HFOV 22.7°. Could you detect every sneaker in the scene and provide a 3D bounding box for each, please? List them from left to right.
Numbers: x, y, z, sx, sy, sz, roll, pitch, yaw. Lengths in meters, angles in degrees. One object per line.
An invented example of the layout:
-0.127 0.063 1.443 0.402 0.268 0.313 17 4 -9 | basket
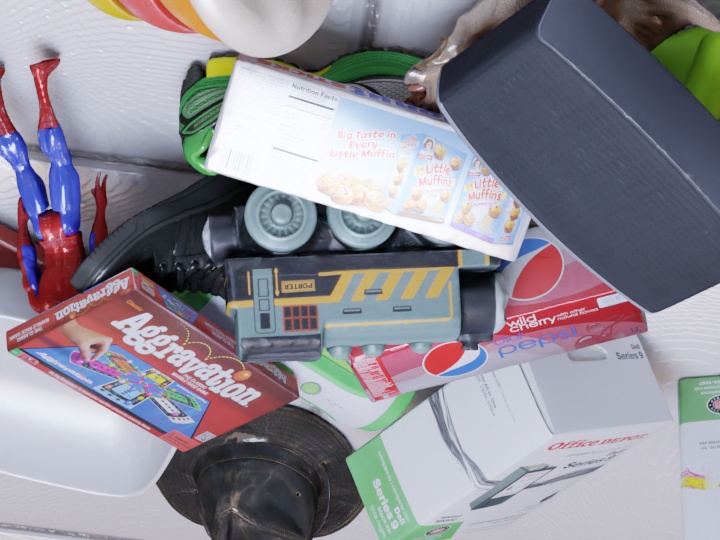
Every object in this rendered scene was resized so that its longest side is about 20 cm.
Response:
-0.091 -0.007 1.200 0.104 0.200 0.060 50 140 5 | sneaker
-0.020 -0.088 1.158 0.200 0.085 0.078 -2 138 7 | sneaker

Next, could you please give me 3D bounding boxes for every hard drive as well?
0.142 -0.061 1.020 0.200 0.042 0.135 44 144 -12 | hard drive

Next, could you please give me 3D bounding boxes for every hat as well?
-0.091 0.198 1.499 0.201 0.081 0.201 4 139 4 | hat

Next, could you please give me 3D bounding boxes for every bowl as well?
-0.225 0.077 1.328 0.200 0.075 0.200 16 137 -11 | bowl

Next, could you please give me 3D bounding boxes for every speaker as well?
-0.050 0.042 1.310 0.200 0.088 0.088 33 132 -28 | speaker

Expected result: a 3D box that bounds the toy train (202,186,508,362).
0.000 0.000 1.149 0.200 0.114 0.085 -2 175 -7 | toy train

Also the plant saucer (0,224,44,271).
-0.261 0.046 1.380 0.200 0.037 0.200 31 134 -25 | plant saucer

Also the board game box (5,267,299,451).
-0.136 0.065 1.213 0.103 0.019 0.200 -27 145 19 | board game box

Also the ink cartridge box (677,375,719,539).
0.315 0.177 1.334 0.145 0.200 0.084 -5 137 13 | ink cartridge box

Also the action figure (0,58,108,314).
-0.204 -0.040 1.201 0.065 0.052 0.200 -8 102 10 | action figure

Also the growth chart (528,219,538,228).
0.123 -0.035 1.239 0.200 0.018 0.145 12 141 -19 | growth chart

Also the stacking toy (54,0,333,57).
-0.123 -0.193 1.049 0.200 0.146 0.146 1 143 36 | stacking toy

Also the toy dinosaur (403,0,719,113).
0.126 -0.146 1.056 0.200 0.086 0.136 7 142 19 | toy dinosaur

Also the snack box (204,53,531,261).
0.011 -0.068 1.089 0.200 0.024 0.072 17 106 -6 | snack box

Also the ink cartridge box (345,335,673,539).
0.111 0.126 1.346 0.146 0.084 0.200 -2 152 -43 | ink cartridge box

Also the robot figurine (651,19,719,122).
0.221 -0.093 1.099 0.200 0.116 0.175 -15 158 21 | robot figurine

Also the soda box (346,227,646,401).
0.088 0.023 1.222 0.200 0.070 0.063 -15 146 10 | soda box
